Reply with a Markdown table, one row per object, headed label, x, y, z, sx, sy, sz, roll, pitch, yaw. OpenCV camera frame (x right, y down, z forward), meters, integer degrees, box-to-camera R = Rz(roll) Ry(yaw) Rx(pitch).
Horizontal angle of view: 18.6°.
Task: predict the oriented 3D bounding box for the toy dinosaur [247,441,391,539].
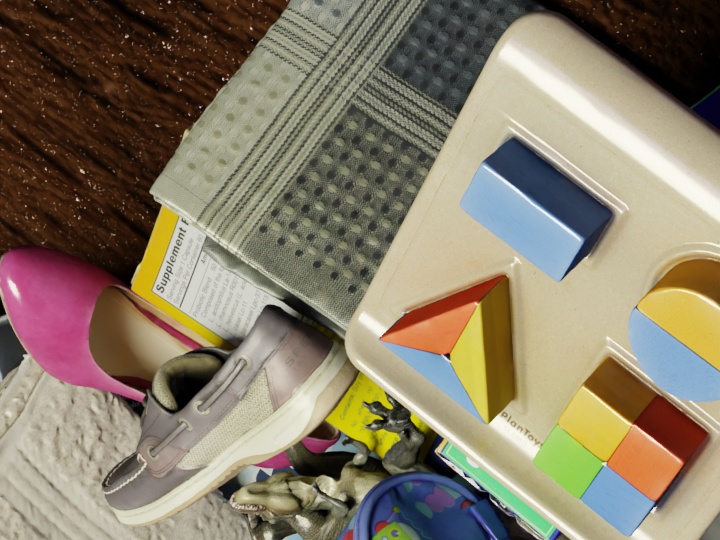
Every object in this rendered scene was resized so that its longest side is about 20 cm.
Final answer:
| label | x | y | z | sx | sy | sz | roll | pitch | yaw |
| --- | --- | --- | --- | --- | --- | --- | --- | --- | --- |
| toy dinosaur | -0.006 | 0.146 | 1.184 | 0.102 | 0.077 | 0.201 | -15 | 109 | -7 |

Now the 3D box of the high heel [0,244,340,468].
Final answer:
| label | x | y | z | sx | sy | sz | roll | pitch | yaw |
| --- | --- | --- | --- | --- | --- | --- | --- | --- | --- |
| high heel | -0.099 | 0.045 | 1.154 | 0.096 | 0.068 | 0.200 | -8 | 137 | 40 |

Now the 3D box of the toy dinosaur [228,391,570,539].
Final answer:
| label | x | y | z | sx | sy | sz | roll | pitch | yaw |
| --- | --- | --- | --- | --- | --- | --- | --- | --- | --- |
| toy dinosaur | 0.035 | 0.110 | 1.081 | 0.199 | 0.048 | 0.088 | 14 | 138 | 10 |

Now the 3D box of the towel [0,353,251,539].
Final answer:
| label | x | y | z | sx | sy | sz | roll | pitch | yaw |
| --- | --- | --- | --- | --- | --- | --- | --- | --- | --- |
| towel | -0.140 | 0.145 | 1.194 | 0.200 | 0.133 | 0.034 | 45 | 152 | -25 |

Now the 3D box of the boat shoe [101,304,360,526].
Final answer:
| label | x | y | z | sx | sy | sz | roll | pitch | yaw |
| --- | --- | --- | --- | --- | --- | --- | --- | --- | --- |
| boat shoe | -0.076 | 0.070 | 1.098 | 0.065 | 0.072 | 0.200 | 48 | 140 | -8 |

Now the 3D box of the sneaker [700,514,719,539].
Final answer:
| label | x | y | z | sx | sy | sz | roll | pitch | yaw |
| --- | --- | --- | --- | --- | --- | --- | --- | --- | --- |
| sneaker | 0.162 | 0.146 | 1.134 | 0.199 | 0.085 | 0.073 | 11 | 121 | 28 |

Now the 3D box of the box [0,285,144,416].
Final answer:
| label | x | y | z | sx | sy | sz | roll | pitch | yaw |
| --- | --- | --- | --- | --- | --- | --- | --- | --- | --- |
| box | -0.192 | 0.117 | 1.274 | 0.148 | 0.104 | 0.201 | -8 | 95 | 49 |

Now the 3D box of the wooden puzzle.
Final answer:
| label | x | y | z | sx | sy | sz | roll | pitch | yaw |
| --- | --- | --- | --- | --- | --- | --- | --- | --- | --- |
| wooden puzzle | 0.093 | 0.021 | 0.919 | 0.185 | 0.046 | 0.200 | 38 | 128 | 12 |

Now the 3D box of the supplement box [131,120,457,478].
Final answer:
| label | x | y | z | sx | sy | sz | roll | pitch | yaw |
| --- | --- | --- | --- | --- | --- | --- | --- | --- | --- |
| supplement box | 0.000 | 0.000 | 1.140 | 0.200 | 0.109 | 0.109 | 33 | 127 | 11 |

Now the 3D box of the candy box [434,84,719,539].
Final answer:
| label | x | y | z | sx | sy | sz | roll | pitch | yaw |
| --- | --- | --- | --- | --- | --- | --- | --- | --- | --- |
| candy box | 0.143 | 0.009 | 1.020 | 0.077 | 0.169 | 0.200 | 39 | 128 | 14 |

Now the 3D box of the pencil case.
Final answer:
| label | x | y | z | sx | sy | sz | roll | pitch | yaw |
| --- | --- | --- | --- | --- | --- | --- | --- | --- | --- |
| pencil case | 0.012 | 0.169 | 1.068 | 0.078 | 0.087 | 0.200 | 63 | 150 | 23 |

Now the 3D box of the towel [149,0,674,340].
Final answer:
| label | x | y | z | sx | sy | sz | roll | pitch | yaw |
| --- | --- | --- | --- | --- | --- | --- | --- | --- | --- |
| towel | 0.024 | -0.058 | 1.066 | 0.192 | 0.200 | 0.035 | 35 | 167 | 9 |

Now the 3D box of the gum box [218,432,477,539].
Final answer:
| label | x | y | z | sx | sy | sz | roll | pitch | yaw |
| --- | --- | --- | --- | --- | --- | --- | --- | --- | --- |
| gum box | -0.043 | 0.126 | 1.273 | 0.200 | 0.045 | 0.170 | 33 | 127 | 11 |
